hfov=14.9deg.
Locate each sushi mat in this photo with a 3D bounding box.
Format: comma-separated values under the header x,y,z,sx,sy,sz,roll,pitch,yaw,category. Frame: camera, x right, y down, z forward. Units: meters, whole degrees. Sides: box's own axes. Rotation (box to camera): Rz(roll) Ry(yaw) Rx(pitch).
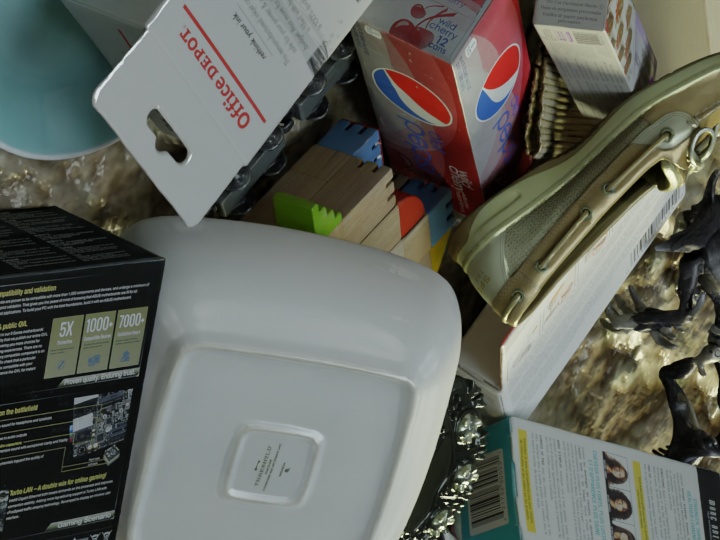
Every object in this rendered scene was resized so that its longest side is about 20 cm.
x,y,z,sx,sy,sz,roll,pitch,yaw,category
0.121,-0.110,1.570,0.200,0.012,0.096,-7,107,-76,sushi mat

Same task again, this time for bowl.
x,y,z,sx,sy,sz,roll,pitch,yaw,category
-0.051,0.081,1.410,0.199,0.075,0.200,10,114,-18,bowl

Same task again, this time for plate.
x,y,z,sx,sy,sz,roll,pitch,yaw,category
-0.136,-0.151,1.318,0.200,0.026,0.201,-25,126,-40,plate

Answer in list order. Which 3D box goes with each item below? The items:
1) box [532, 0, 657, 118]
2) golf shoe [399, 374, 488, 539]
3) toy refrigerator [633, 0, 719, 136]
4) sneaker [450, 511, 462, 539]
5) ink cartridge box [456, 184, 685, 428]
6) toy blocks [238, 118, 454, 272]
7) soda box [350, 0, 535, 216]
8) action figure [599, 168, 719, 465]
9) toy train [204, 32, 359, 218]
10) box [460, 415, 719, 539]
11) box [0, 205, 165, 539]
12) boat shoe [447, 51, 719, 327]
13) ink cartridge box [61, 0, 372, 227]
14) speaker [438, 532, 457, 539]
x,y,z,sx,sy,sz,roll,pitch,yaw,category
0.127,-0.122,1.475,0.200,0.041,0.039,40,59,-73,box
0.002,0.137,1.556,0.077,0.088,0.200,2,118,-48,golf shoe
0.190,-0.187,1.641,0.076,0.070,0.200,-49,139,-41,toy refrigerator
0.135,0.174,1.755,0.080,0.086,0.200,-61,141,-9,sneaker
0.124,-0.012,1.632,0.200,0.045,0.176,-54,163,-15,ink cartridge box
0.000,0.000,1.513,0.137,0.100,0.200,-48,143,-38,toy blocks
0.049,-0.101,1.477,0.063,0.070,0.200,-57,161,-16,soda box
0.215,0.026,1.763,0.119,0.102,0.200,-10,107,-39,action figure
-0.032,-0.105,1.447,0.200,0.046,0.034,-53,159,-21,toy train
0.145,0.151,1.689,0.200,0.049,0.082,18,59,-42,box
-0.204,0.064,1.301,0.200,0.086,0.164,-8,115,-48,box
0.144,-0.047,1.510,0.200,0.063,0.073,-33,164,-10,boat shoe
-0.067,-0.135,1.332,0.200,0.068,0.116,-53,140,-16,ink cartridge box
0.057,0.220,1.693,0.081,0.081,0.200,-56,141,-12,speaker
